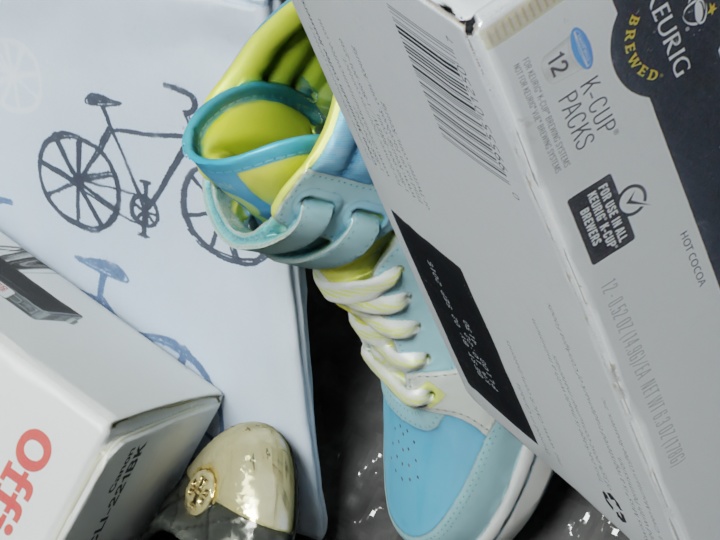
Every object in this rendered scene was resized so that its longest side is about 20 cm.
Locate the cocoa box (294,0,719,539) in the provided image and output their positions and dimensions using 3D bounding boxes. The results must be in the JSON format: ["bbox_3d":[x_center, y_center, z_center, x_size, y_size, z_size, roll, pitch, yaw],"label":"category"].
[{"bbox_3d":[0.079,-0.046,0.797,0.131,0.201,0.133,-34,37,-12],"label":"cocoa box"}]

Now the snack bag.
[{"bbox_3d":[-0.091,-0.020,1.002,0.188,0.021,0.201,14,122,35],"label":"snack bag"}]

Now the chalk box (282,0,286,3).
[{"bbox_3d":[0.059,-0.145,0.977,0.199,0.124,0.125,-24,60,19],"label":"chalk box"}]

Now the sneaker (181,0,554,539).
[{"bbox_3d":[0.000,0.000,0.912,0.079,0.130,0.201,26,117,51],"label":"sneaker"}]

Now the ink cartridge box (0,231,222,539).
[{"bbox_3d":[-0.166,0.051,0.993,0.200,0.084,0.145,35,108,18],"label":"ink cartridge box"}]

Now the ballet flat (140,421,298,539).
[{"bbox_3d":[-0.079,0.137,0.958,0.201,0.057,0.066,-61,30,0],"label":"ballet flat"}]
